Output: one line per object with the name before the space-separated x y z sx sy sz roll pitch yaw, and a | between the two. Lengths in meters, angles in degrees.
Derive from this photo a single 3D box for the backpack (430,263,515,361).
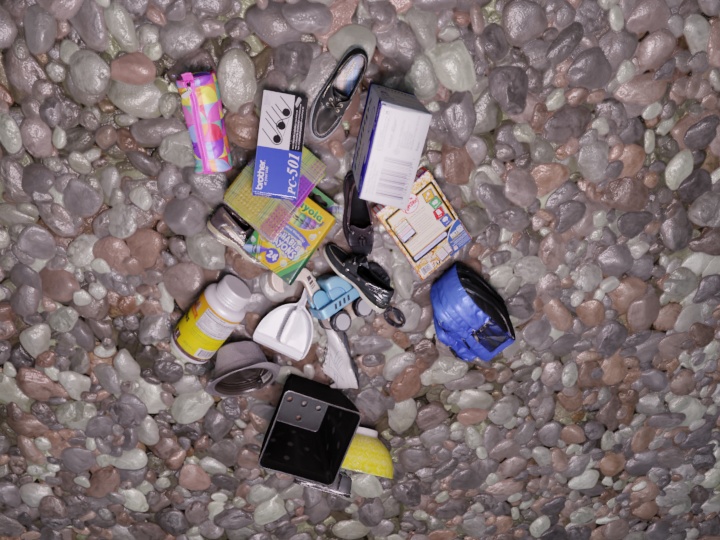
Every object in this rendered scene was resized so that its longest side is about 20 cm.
backpack | 0.246 0.103 1.364 0.167 0.164 0.200 -40 115 17

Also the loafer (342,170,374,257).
loafer | -0.005 -0.114 1.284 0.070 0.063 0.205 -8 116 -3

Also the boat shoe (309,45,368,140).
boat shoe | -0.046 -0.354 1.168 0.067 0.057 0.203 25 110 -17

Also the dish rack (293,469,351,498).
dish rack | -0.099 0.539 1.519 0.149 0.200 0.056 18 75 -3

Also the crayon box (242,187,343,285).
crayon box | -0.140 -0.089 1.226 0.124 0.052 0.202 35 84 2

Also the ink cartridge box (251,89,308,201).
ink cartridge box | -0.161 -0.248 1.162 0.091 0.044 0.207 6 86 -9

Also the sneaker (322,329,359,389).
sneaker | -0.061 0.219 1.435 0.085 0.075 0.205 -12 116 5

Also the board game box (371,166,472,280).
board game box | 0.140 -0.103 1.304 0.150 0.046 0.201 -37 115 1

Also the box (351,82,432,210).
box | 0.054 -0.251 1.149 0.102 0.201 0.188 10 115 -10

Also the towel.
towel | -0.177 -0.176 1.196 0.143 0.023 0.202 37 85 2

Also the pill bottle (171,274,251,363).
pill bottle | -0.338 0.109 1.326 0.108 0.110 0.201 36 107 -21

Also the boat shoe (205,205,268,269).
boat shoe | -0.241 -0.071 1.272 0.197 0.075 0.074 31 109 -20

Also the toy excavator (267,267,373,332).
toy excavator | -0.094 0.047 1.314 0.192 0.099 0.204 -31 103 -23

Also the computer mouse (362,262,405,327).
computer mouse | 0.057 0.061 1.399 0.058 0.034 0.203 -33 121 -9

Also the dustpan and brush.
dustpan and brush | -0.155 0.105 1.371 0.137 0.057 0.204 26 91 -15

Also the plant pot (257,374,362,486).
plant pot | -0.131 0.372 1.428 0.195 0.178 0.205 20 100 -15

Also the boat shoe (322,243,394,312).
boat shoe | -0.001 0.001 1.300 0.200 0.074 0.066 48 119 13

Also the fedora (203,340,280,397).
fedora | -0.284 0.226 1.372 0.174 0.092 0.199 -30 154 16

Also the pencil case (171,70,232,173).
pencil case | -0.311 -0.294 1.153 0.086 0.089 0.205 -9 117 -2

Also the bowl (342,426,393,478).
bowl | -0.001 0.473 1.528 0.195 0.200 0.111 17 71 -14
